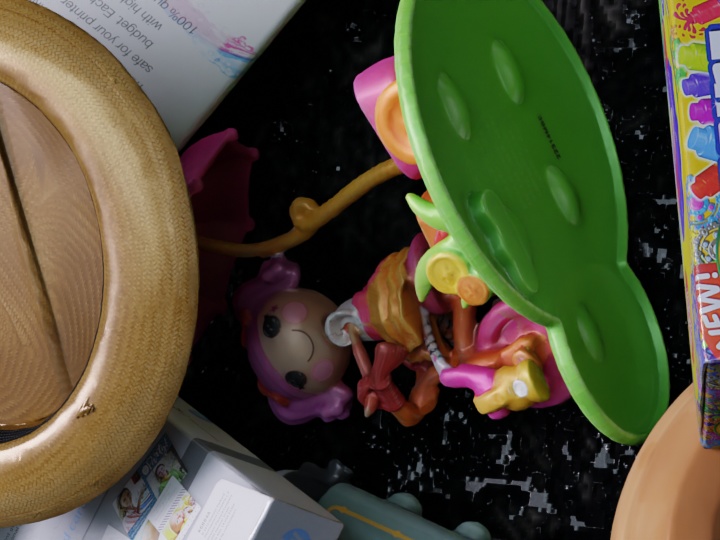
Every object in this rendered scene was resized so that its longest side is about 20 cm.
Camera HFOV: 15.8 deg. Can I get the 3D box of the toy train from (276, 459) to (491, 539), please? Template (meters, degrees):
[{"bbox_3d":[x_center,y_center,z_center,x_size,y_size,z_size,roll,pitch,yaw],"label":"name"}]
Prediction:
[{"bbox_3d":[0.026,0.150,0.991,0.200,0.085,0.114,22,78,25],"label":"toy train"}]

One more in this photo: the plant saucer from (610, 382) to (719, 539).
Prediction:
[{"bbox_3d":[0.188,0.106,0.919,0.200,0.037,0.200,-2,69,6],"label":"plant saucer"}]

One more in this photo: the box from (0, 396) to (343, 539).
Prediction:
[{"bbox_3d":[-0.105,0.123,1.015,0.200,0.041,0.156,30,94,51],"label":"box"}]

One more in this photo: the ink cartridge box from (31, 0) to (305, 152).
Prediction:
[{"bbox_3d":[-0.100,-0.134,1.040,0.145,0.088,0.200,38,97,-14],"label":"ink cartridge box"}]

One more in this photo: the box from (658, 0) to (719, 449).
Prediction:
[{"bbox_3d":[0.203,-0.055,0.890,0.192,0.122,0.200,-5,73,6],"label":"box"}]

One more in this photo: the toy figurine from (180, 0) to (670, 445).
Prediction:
[{"bbox_3d":[0.000,0.000,1.016,0.184,0.150,0.200,-21,99,31],"label":"toy figurine"}]

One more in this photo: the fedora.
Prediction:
[{"bbox_3d":[-0.137,-0.007,0.975,0.200,0.082,0.201,2,97,17],"label":"fedora"}]
